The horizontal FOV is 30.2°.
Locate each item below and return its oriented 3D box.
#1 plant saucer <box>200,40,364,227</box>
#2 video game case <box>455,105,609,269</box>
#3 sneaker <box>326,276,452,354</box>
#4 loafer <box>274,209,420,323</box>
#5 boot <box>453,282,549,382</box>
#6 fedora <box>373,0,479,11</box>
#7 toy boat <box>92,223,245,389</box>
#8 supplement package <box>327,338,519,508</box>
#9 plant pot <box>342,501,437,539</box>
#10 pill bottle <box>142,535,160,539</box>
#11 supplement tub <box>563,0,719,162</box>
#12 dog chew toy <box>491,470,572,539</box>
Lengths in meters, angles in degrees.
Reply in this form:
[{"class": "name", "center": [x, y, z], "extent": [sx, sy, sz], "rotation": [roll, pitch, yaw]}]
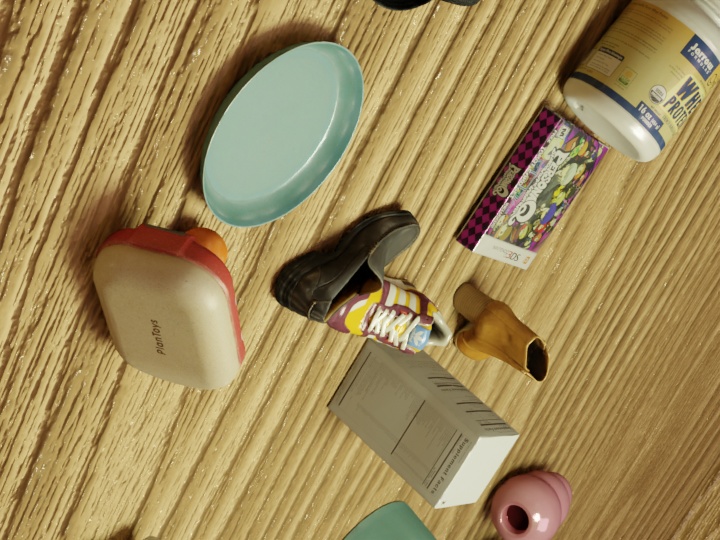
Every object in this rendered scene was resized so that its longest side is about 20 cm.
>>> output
[{"class": "plant saucer", "center": [-0.077, -0.132, 1.262], "extent": [0.199, 0.027, 0.201], "rotation": [-35, 148, -26]}, {"class": "video game case", "center": [0.223, -0.101, 1.713], "extent": [0.201, 0.036, 0.181], "rotation": [-57, 152, 10]}, {"class": "sneaker", "center": [0.037, 0.055, 1.572], "extent": [0.199, 0.090, 0.075], "rotation": [0, 124, -55]}, {"class": "loafer", "center": [0.000, 0.000, 1.476], "extent": [0.199, 0.072, 0.073], "rotation": [-34, 146, -30]}, {"class": "boot", "center": [0.195, 0.107, 1.803], "extent": [0.071, 0.144, 0.202], "rotation": [-43, 151, -11]}, {"class": "fedora", "center": [0.083, -0.309, 1.213], "extent": [0.200, 0.091, 0.202], "rotation": [-36, 148, -26]}, {"class": "toy boat", "center": [-0.163, 0.017, 1.244], "extent": [0.201, 0.129, 0.131], "rotation": [87, 21, -51]}, {"class": "supplement package", "center": [0.078, 0.189, 1.672], "extent": [0.109, 0.200, 0.114], "rotation": [7, 119, -56]}, {"class": "plant pot", "center": [0.058, 0.481, 2.023], "extent": [0.200, 0.161, 0.202], "rotation": [-35, 149, -25]}, {"class": "pill bottle", "center": [-0.291, 0.379, 1.461], "extent": [0.199, 0.112, 0.113], "rotation": [-31, 146, -32]}, {"class": "supplement tub", "center": [0.357, -0.249, 1.619], "extent": [0.201, 0.144, 0.144], "rotation": [-51, 151, 1]}, {"class": "dog chew toy", "center": [0.311, 0.410, 2.351], "extent": [0.199, 0.124, 0.125], "rotation": [-14, 135, -59]}]
